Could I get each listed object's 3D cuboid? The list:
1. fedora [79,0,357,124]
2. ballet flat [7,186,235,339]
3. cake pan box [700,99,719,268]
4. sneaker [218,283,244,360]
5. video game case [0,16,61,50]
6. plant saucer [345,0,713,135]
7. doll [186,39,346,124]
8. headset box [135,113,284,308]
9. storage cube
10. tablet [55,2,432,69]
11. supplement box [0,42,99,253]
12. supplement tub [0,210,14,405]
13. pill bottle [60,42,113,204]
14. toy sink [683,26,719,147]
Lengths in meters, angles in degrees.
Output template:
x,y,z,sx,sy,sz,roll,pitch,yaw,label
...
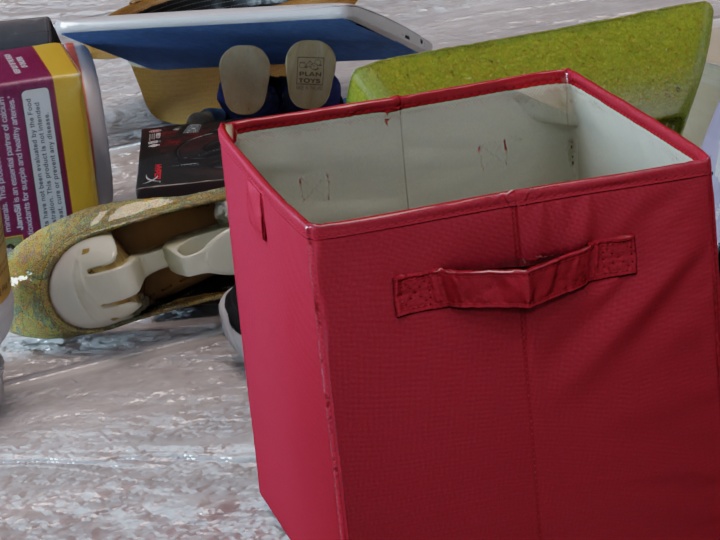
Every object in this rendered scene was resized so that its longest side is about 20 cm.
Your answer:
x,y,z,sx,sy,sz,roll,pitch,yaw,label
-0.094,-0.151,1.925,0.200,0.082,0.201,-10,18,3,fedora
-0.106,-0.005,1.471,0.200,0.071,0.071,-15,18,2,ballet flat
0.205,-0.012,1.251,0.052,0.200,0.184,18,10,-22,cake pan box
0.000,0.000,1.370,0.200,0.114,0.075,14,34,44,sneaker
-0.278,-0.116,1.808,0.181,0.026,0.200,-5,-14,1,video game case
0.083,-0.040,1.430,0.200,0.200,0.048,-12,55,-19,plant saucer
-0.043,-0.103,1.736,0.136,0.049,0.200,-4,-6,-1,doll
-0.025,-0.041,1.576,0.200,0.075,0.149,-6,17,-1,headset box
0.045,0.029,1.172,0.171,0.180,0.200,-10,19,-13,storage cube
-0.070,-0.142,1.674,0.200,0.014,0.130,0,-7,24,tablet
-0.253,-0.046,1.577,0.200,0.131,0.103,-9,17,-11,supplement box
-0.251,-0.021,1.382,0.144,0.200,0.144,-5,18,2,supplement tub
-0.257,-0.072,1.686,0.200,0.112,0.112,-9,18,-9,pill bottle
0.254,-0.072,1.532,0.130,0.112,0.200,-11,14,-17,toy sink
